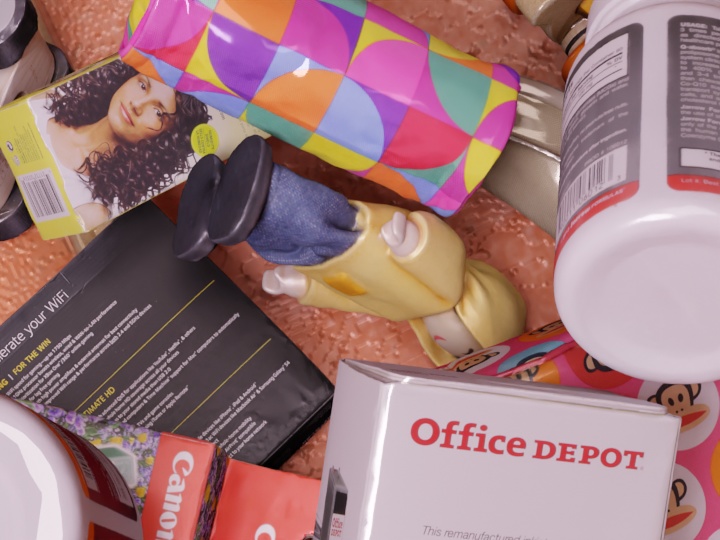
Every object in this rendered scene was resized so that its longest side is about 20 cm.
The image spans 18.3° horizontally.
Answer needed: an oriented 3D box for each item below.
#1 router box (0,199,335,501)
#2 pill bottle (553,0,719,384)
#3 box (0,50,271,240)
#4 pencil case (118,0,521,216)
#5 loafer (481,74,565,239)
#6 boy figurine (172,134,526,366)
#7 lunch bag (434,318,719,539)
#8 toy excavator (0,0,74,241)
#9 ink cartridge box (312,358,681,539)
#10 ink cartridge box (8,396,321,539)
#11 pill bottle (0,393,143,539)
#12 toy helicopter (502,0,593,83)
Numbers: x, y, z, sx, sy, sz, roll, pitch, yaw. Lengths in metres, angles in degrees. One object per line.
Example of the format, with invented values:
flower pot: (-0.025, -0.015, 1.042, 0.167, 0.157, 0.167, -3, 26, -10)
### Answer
router box: (-0.130, 0.082, 1.142, 0.200, 0.051, 0.149, -43, 79, -10)
pill bottle: (0.152, -0.054, 1.064, 0.115, 0.116, 0.201, 7, 45, 1)
box: (-0.088, -0.089, 1.147, 0.199, 0.050, 0.076, -32, 103, -33)
pencil case: (-0.018, -0.099, 1.092, 0.199, 0.088, 0.089, 25, 74, -13)
loafer: (0.110, -0.047, 1.173, 0.198, 0.076, 0.069, 15, 68, 3)
boy figurine: (0.000, 0.000, 1.136, 0.199, 0.124, 0.065, 29, 62, -33)
lunch bag: (0.119, 0.113, 1.113, 0.199, 0.082, 0.177, -21, 94, -7)
toy excavator: (-0.272, -0.068, 1.174, 0.198, 0.100, 0.196, 12, 71, 16)
ink cartridge box: (0.052, 0.148, 1.020, 0.146, 0.083, 0.202, 8, 93, -17)
ink cartridge box: (-0.111, 0.130, 1.071, 0.198, 0.050, 0.110, 12, 79, 7)
pill bottle: (-0.154, 0.116, 0.950, 0.112, 0.200, 0.114, -1, 79, 4)
toy helicopter: (0.133, -0.177, 1.146, 0.132, 0.200, 0.079, -37, 73, 3)
